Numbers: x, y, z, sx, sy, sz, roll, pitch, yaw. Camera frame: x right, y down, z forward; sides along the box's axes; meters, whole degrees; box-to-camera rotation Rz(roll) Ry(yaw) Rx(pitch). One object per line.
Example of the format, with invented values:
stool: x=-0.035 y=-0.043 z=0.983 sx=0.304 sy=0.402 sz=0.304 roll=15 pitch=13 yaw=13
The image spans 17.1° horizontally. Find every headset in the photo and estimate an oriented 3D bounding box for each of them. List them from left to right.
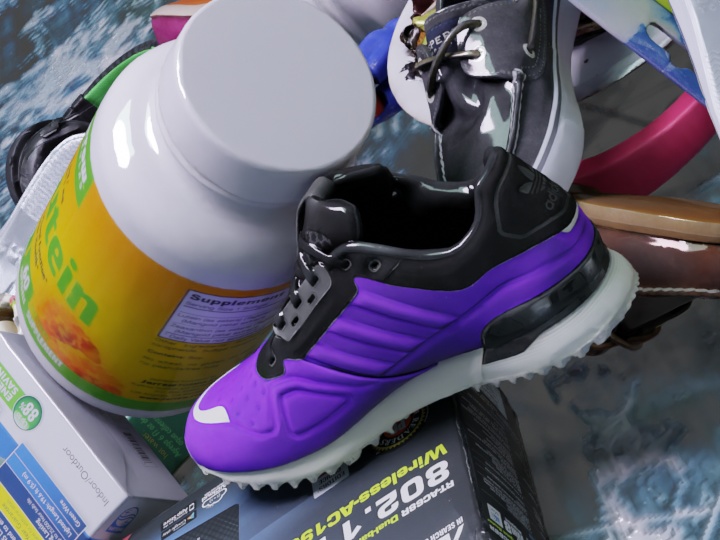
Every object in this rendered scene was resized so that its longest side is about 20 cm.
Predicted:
headset: x=-0.174 y=-0.055 z=1.387 sx=0.200 sy=0.094 sz=0.123 roll=-54 pitch=27 yaw=0

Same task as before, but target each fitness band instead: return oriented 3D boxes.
fitness band: x=0.135 y=-0.100 z=1.113 sx=0.143 sy=0.037 sz=0.200 roll=-27 pitch=30 yaw=33

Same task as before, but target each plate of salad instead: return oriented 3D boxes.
plate of salad: x=0.093 y=-0.145 z=1.120 sx=0.200 sy=0.048 sz=0.200 roll=-25 pitch=36 yaw=20

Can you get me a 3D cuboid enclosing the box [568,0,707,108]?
box: x=0.182 y=-0.162 z=1.036 sx=0.200 sy=0.122 sz=0.048 roll=-59 pitch=9 yaw=-30

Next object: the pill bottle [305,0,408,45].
pill bottle: x=0.034 y=-0.200 z=1.301 sx=0.200 sy=0.113 sz=0.113 roll=-37 pitch=27 yaw=11

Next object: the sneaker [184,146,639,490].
sneaker: x=-0.001 y=0.009 z=0.918 sx=0.200 sy=0.100 sz=0.070 roll=-27 pitch=27 yaw=27

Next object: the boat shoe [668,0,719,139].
boat shoe: x=0.145 y=-0.115 z=0.944 sx=0.072 sy=0.062 sz=0.201 roll=-7 pitch=70 yaw=0

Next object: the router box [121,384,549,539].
router box: x=-0.021 y=0.132 z=0.947 sx=0.200 sy=0.062 sz=0.150 roll=-35 pitch=28 yaw=13

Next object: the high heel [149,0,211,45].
high heel: x=-0.068 y=-0.097 z=1.258 sx=0.067 sy=0.096 sz=0.200 roll=-15 pitch=4 yaw=-2

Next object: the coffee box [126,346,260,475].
coffee box: x=-0.145 y=0.096 z=1.184 sx=0.200 sy=0.044 sz=0.123 roll=-49 pitch=27 yaw=-13

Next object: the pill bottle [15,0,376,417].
pill bottle: x=-0.067 y=-0.027 z=0.990 sx=0.111 sy=0.111 sz=0.200 roll=-63 pitch=6 yaw=-35

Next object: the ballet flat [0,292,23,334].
ballet flat: x=-0.222 y=0.074 z=1.185 sx=0.200 sy=0.064 sz=0.076 roll=-40 pitch=58 yaw=8

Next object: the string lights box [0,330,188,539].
string lights box: x=-0.180 y=0.135 z=1.068 sx=0.200 sy=0.059 sz=0.103 roll=-48 pitch=66 yaw=12

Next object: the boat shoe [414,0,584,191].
boat shoe: x=0.053 y=-0.091 z=0.999 sx=0.070 sy=0.066 sz=0.200 roll=-26 pitch=37 yaw=39

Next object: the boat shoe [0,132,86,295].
boat shoe: x=-0.175 y=0.018 z=1.247 sx=0.200 sy=0.074 sz=0.067 roll=-47 pitch=-15 yaw=6

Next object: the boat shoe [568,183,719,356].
boat shoe: x=0.100 y=0.000 z=0.986 sx=0.200 sy=0.070 sz=0.071 roll=11 pitch=98 yaw=62

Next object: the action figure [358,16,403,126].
action figure: x=-0.015 y=-0.090 z=1.211 sx=0.099 sy=0.065 sz=0.200 roll=3 pitch=36 yaw=43
